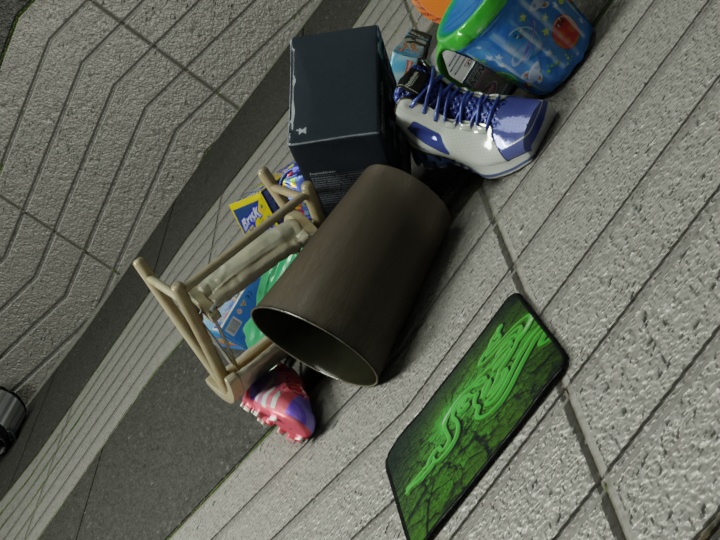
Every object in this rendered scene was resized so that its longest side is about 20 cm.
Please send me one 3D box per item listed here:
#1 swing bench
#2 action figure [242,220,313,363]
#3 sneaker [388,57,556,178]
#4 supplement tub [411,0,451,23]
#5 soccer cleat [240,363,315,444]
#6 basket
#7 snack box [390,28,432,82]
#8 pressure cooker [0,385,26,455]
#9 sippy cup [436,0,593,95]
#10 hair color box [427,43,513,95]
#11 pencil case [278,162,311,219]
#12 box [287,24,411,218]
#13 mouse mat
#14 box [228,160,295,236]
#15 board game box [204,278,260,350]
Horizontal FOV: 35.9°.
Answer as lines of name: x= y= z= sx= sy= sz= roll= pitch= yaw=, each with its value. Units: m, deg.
swing bench: x=-0.115 y=0.024 z=1.278 sx=0.198 sy=0.202 sz=0.129 roll=-39 pitch=30 yaw=-18
action figure: x=-0.097 y=0.025 z=1.427 sx=0.118 sy=0.054 sz=0.202 roll=50 pitch=128 yaw=48
sneaker: x=0.096 y=-0.163 z=1.171 sx=0.198 sy=0.115 sz=0.081 roll=6 pitch=61 yaw=49
supplement tub: x=0.151 y=-0.466 z=1.632 sx=0.122 sy=0.122 sz=0.202 roll=-25 pitch=35 yaw=59
soccer cleat: x=-0.087 y=0.145 z=1.274 sx=0.077 sy=0.066 sz=0.200 roll=-54 pitch=13 yaw=-11
basket: x=0.000 y=0.000 z=1.181 sx=0.179 sy=0.136 sz=0.201 roll=7 pitch=58 yaw=51
snack box: x=0.058 y=-0.252 z=1.504 sx=0.200 sy=0.037 sz=0.118 roll=-65 pitch=-10 yaw=-67
pressure cooker: x=-1.145 y=0.477 z=3.423 sx=0.176 sy=0.178 sz=0.201 roll=-40 pitch=22 yaw=35
sippy cup: x=0.170 y=-0.260 z=1.179 sx=0.177 sy=0.130 sz=0.141 roll=-24 pitch=34 yaw=60
hair color box: x=0.142 y=-0.258 z=1.374 sx=0.101 sy=0.060 sz=0.200 roll=-58 pitch=16 yaw=6
pencil case: x=-0.058 y=-0.125 z=1.563 sx=0.077 sy=0.088 sz=0.200 roll=-18 pitch=7 yaw=12
box: x=-0.008 y=-0.157 z=1.290 sx=0.105 sy=0.201 sz=0.151 roll=-6 pitch=61 yaw=12
mouse mat: x=0.088 y=0.120 z=0.922 sx=0.201 sy=0.007 sz=0.161 roll=-53 pitch=17 yaw=10
box: x=-0.109 y=-0.117 z=1.676 sx=0.069 sy=0.065 sz=0.200 roll=-19 pitch=14 yaw=35
board game box: x=-0.173 y=0.024 z=1.746 sx=0.202 sy=0.056 sz=0.195 roll=-60 pitch=17 yaw=-12
